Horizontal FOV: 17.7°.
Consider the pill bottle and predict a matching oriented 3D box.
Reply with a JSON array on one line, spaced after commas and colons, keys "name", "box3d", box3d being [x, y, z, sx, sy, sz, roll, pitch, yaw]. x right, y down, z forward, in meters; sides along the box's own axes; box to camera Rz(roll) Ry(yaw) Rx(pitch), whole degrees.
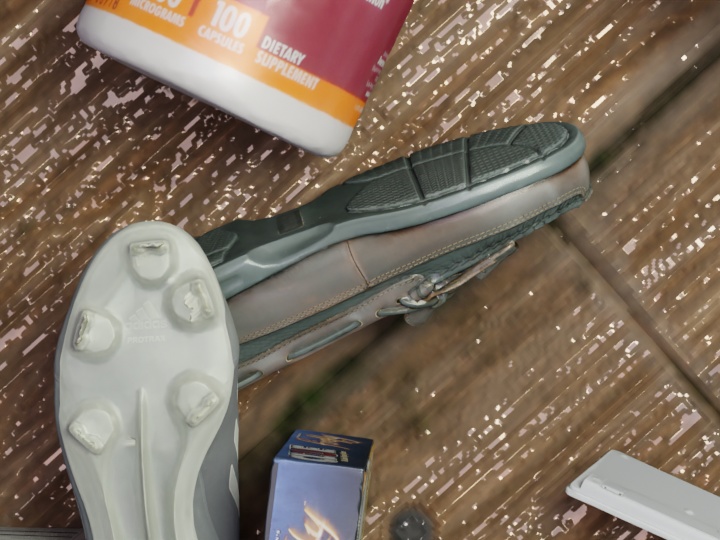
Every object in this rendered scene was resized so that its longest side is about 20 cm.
[{"name": "pill bottle", "box3d": [-0.017, -0.154, 0.871, 0.114, 0.114, 0.200, 25, 92, 1]}]

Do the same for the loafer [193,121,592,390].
[{"name": "loafer", "box3d": [0.000, 0.000, 0.904, 0.200, 0.072, 0.063, -19, 109, 9]}]

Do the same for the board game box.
[{"name": "board game box", "box3d": [-0.025, 0.165, 0.865, 0.035, 0.135, 0.200, 7, 90, 1]}]

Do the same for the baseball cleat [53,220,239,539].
[{"name": "baseball cleat", "box3d": [-0.078, 0.082, 0.878, 0.070, 0.106, 0.200, -1, 91, -2]}]

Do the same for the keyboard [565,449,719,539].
[{"name": "keyboard", "box3d": [0.176, 0.116, 0.871, 0.200, 0.056, 0.011, 24, 104, 19]}]

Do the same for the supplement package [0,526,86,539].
[{"name": "supplement package", "box3d": [-0.183, 0.202, 0.881, 0.155, 0.111, 0.200, 1, 90, 1]}]
